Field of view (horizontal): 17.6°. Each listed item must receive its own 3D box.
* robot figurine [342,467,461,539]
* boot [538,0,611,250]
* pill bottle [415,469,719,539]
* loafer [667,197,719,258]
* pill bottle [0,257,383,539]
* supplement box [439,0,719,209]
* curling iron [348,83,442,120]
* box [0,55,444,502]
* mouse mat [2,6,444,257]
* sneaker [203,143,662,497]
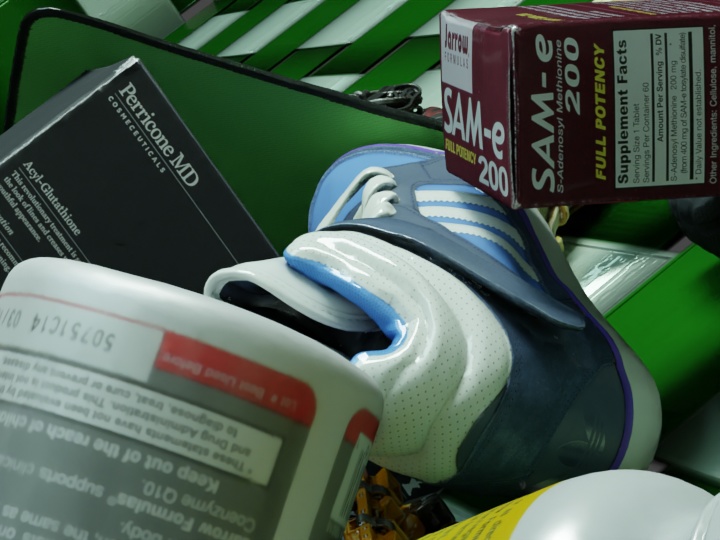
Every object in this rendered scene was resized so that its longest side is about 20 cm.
[{"bbox_3d":[-0.048,0.134,0.757,0.200,0.058,0.145,-34,15,7],"label":"robot figurine"},{"bbox_3d":[0.085,-0.048,1.033,0.200,0.073,0.156,-34,12,15],"label":"boot"},{"bbox_3d":[0.035,0.110,0.511,0.200,0.113,0.112,-27,15,35],"label":"pill bottle"},{"bbox_3d":[0.196,-0.080,0.870,0.200,0.068,0.070,-39,22,0],"label":"loafer"},{"bbox_3d":[-0.076,0.108,0.637,0.114,0.114,0.201,-6,63,65],"label":"pill bottle"},{"bbox_3d":[0.134,-0.060,0.768,0.199,0.061,0.109,-3,9,-9],"label":"supplement box"},{"bbox_3d":[0.026,-0.055,1.002,0.049,0.026,0.200,-6,14,-7],"label":"curling iron"},{"bbox_3d":[-0.086,0.044,0.860,0.141,0.200,0.079,-39,13,-15],"label":"box"},{"bbox_3d":[-0.049,-0.024,0.935,0.161,0.199,0.008,110,177,-48],"label":"mouse mat"},{"bbox_3d":[0.000,0.000,0.776,0.081,0.146,0.200,-58,42,15],"label":"sneaker"}]
